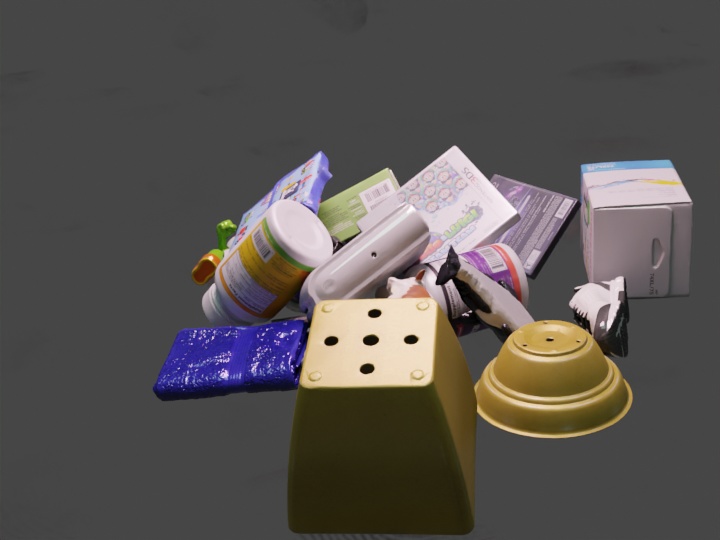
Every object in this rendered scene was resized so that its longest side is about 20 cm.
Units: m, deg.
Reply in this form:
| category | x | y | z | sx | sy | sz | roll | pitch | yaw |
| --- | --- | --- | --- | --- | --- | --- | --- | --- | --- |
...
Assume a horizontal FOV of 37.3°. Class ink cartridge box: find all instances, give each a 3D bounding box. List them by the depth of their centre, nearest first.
| category | x | y | z | sx | sy | sz | roll | pitch | yaw |
| --- | --- | --- | --- | --- | --- | --- | --- | --- | --- |
| ink cartridge box | 0.412 | -0.064 | 1.613 | 0.143 | 0.149 | 0.201 | -2 | 22 | 7 |
| ink cartridge box | 0.008 | -0.076 | 1.773 | 0.146 | 0.077 | 0.200 | -27 | -16 | 0 |

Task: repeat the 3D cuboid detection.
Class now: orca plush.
| category | x | y | z | sx | sy | sz | roll | pitch | yaw |
| --- | --- | --- | --- | --- | --- | --- | --- | --- | --- |
| orca plush | 0.156 | 0.056 | 1.403 | 0.071 | 0.199 | 0.107 | -36 | 46 | 26 |

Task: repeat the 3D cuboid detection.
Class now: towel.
| category | x | y | z | sx | sy | sz | roll | pitch | yaw |
| --- | --- | --- | --- | --- | --- | --- | --- | --- | --- |
| towel | -0.169 | 0.115 | 1.433 | 0.196 | 0.050 | 0.148 | -7 | 23 | 9 |

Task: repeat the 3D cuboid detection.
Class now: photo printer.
| category | x | y | z | sx | sy | sz | roll | pitch | yaw |
| --- | --- | --- | --- | --- | --- | --- | --- | --- | --- |
| photo printer | 0.000 | 0.000 | 1.481 | 0.199 | 0.070 | 0.166 | -38 | -6 | -7 |

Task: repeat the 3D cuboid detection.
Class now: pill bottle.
| category | x | y | z | sx | sy | sz | roll | pitch | yaw |
| --- | --- | --- | --- | --- | --- | --- | --- | --- | --- |
| pill bottle | 0.125 | 0.038 | 1.486 | 0.197 | 0.113 | 0.111 | -15 | 24 | -20 |
| pill bottle | -0.139 | 0.003 | 1.523 | 0.200 | 0.111 | 0.111 | -44 | 3 | 30 |

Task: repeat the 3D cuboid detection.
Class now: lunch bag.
| category | x | y | z | sx | sy | sz | roll | pitch | yaw |
| --- | --- | --- | --- | --- | --- | --- | --- | --- | --- |
| lunch bag | -0.106 | -0.080 | 1.623 | 0.094 | 0.200 | 0.152 | 36 | 31 | -15 |

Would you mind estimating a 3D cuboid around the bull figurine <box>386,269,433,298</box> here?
| category | x | y | z | sx | sy | sz | roll | pitch | yaw |
| --- | --- | --- | --- | --- | --- | --- | --- | --- | --- |
| bull figurine | 0.064 | 0.084 | 1.344 | 0.120 | 0.065 | 0.202 | -8 | 57 | -31 |

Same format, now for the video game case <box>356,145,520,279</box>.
| category | x | y | z | sx | sy | sz | roll | pitch | yaw |
| --- | --- | --- | --- | --- | --- | --- | --- | --- | --- |
| video game case | 0.113 | -0.074 | 1.600 | 0.199 | 0.024 | 0.183 | -38 | 50 | 0 |

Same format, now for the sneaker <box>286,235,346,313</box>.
| category | x | y | z | sx | sy | sz | roll | pitch | yaw |
| --- | --- | --- | --- | --- | --- | --- | --- | --- | --- |
| sneaker | -0.031 | -0.013 | 1.642 | 0.198 | 0.101 | 0.069 | -27 | 47 | -35 |

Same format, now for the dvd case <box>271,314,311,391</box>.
| category | x | y | z | sx | sy | sz | roll | pitch | yaw |
| --- | --- | --- | --- | --- | --- | --- | --- | --- | --- |
| dvd case | -0.047 | 0.105 | 1.494 | 0.146 | 0.016 | 0.201 | -8 | 23 | -5 |

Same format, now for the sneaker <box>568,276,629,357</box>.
| category | x | y | z | sx | sy | sz | roll | pitch | yaw |
| --- | --- | --- | --- | --- | --- | --- | --- | --- | --- |
| sneaker | 0.321 | 0.067 | 1.439 | 0.078 | 0.075 | 0.200 | -5 | 14 | 16 |

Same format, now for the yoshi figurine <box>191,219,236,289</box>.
| category | x | y | z | sx | sy | sz | roll | pitch | yaw |
| --- | --- | --- | --- | --- | --- | --- | --- | --- | --- |
| yoshi figurine | -0.186 | -0.024 | 1.728 | 0.110 | 0.114 | 0.200 | 11 | 24 | 12 |

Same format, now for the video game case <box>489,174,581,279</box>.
| category | x | y | z | sx | sy | sz | roll | pitch | yaw |
| --- | --- | --- | --- | --- | --- | --- | --- | --- | --- |
| video game case | 0.248 | -0.075 | 1.732 | 0.199 | 0.019 | 0.144 | 25 | 79 | 52 |

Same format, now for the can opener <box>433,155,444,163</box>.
| category | x | y | z | sx | sy | sz | roll | pitch | yaw |
| --- | --- | --- | --- | --- | --- | --- | --- | --- | --- |
| can opener | 0.121 | -0.110 | 1.775 | 0.066 | 0.201 | 0.054 | -33 | 69 | -19 |

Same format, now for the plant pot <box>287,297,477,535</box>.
| category | x | y | z | sx | sy | sz | roll | pitch | yaw |
| --- | --- | --- | --- | --- | --- | --- | --- | --- | --- |
| plant pot | 0.019 | 0.140 | 1.128 | 0.196 | 0.179 | 0.202 | -2 | 37 | 9 |

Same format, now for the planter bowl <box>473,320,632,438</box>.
| category | x | y | z | sx | sy | sz | roll | pitch | yaw |
| --- | --- | --- | --- | --- | --- | --- | --- | --- | --- |
| planter bowl | 0.233 | 0.117 | 1.310 | 0.196 | 0.085 | 0.201 | -5 | 23 | 2 |

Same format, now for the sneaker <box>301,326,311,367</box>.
| category | x | y | z | sx | sy | sz | roll | pitch | yaw |
| --- | --- | --- | --- | --- | --- | --- | --- | --- | --- |
| sneaker | -0.031 | 0.131 | 1.360 | 0.090 | 0.077 | 0.201 | -17 | 30 | 9 |
